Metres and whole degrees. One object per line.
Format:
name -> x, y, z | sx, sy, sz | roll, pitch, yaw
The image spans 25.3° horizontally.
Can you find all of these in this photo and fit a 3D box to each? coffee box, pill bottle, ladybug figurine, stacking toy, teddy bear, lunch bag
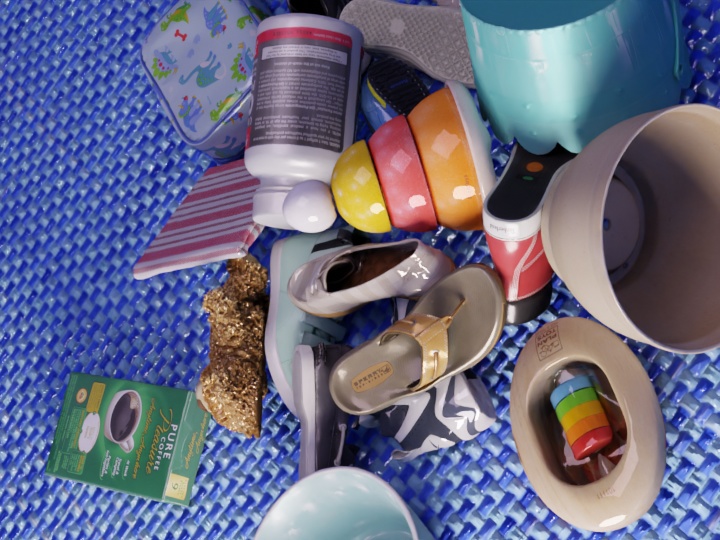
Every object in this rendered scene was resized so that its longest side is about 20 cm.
coffee box -> -0.252, 0.181, 1.736 | 0.199, 0.044, 0.124 | 3, 75, 40
pill bottle -> -0.058, -0.145, 1.600 | 0.110, 0.110, 0.202 | -2, 79, 38
ladybug figurine -> 0.199, 0.131, 1.373 | 0.135, 0.072, 0.201 | -32, 56, 26
stacking toy -> 0.023, -0.084, 1.479 | 0.199, 0.146, 0.147 | -15, 59, -1
teddy bear -> -0.127, 0.073, 1.615 | 0.066, 0.145, 0.201 | 0, 68, 5
lunch bag -> -0.158, -0.228, 1.799 | 0.161, 0.082, 0.200 | -44, 51, 15

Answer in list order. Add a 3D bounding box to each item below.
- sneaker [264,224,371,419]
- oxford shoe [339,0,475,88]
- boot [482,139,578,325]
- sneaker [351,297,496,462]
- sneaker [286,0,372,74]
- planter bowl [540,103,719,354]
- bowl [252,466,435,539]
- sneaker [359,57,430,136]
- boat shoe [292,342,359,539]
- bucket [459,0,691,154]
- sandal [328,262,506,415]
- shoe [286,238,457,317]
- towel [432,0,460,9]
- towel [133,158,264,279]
sneaker -> -0.029, 0.046, 1.592 | 0.118, 0.074, 0.202 | -18, 63, 29
oxford shoe -> 0.071, -0.232, 1.637 | 0.199, 0.058, 0.076 | 20, 87, 27
boot -> 0.171, -0.046, 1.471 | 0.072, 0.145, 0.200 | 16, 45, 26
sneaker -> 0.034, 0.091, 1.516 | 0.129, 0.079, 0.200 | -33, 64, 14
sneaker -> -0.041, -0.304, 1.731 | 0.075, 0.087, 0.201 | -29, 57, 27
planter bowl -> 0.237, -0.037, 1.345 | 0.134, 0.199, 0.202 | 6, 75, 59
bowl -> 0.001, 0.286, 1.449 | 0.200, 0.105, 0.202 | -15, 64, 34
sneaker -> 0.059, -0.117, 1.605 | 0.201, 0.066, 0.079 | 59, 153, 25
boat shoe -> -0.030, 0.170, 1.538 | 0.074, 0.060, 0.202 | 165, 102, -78
bucket -> 0.187, -0.217, 1.431 | 0.206, 0.135, 0.208 | -12, 42, 11
sandal -> 0.047, 0.069, 1.424 | 0.199, 0.054, 0.081 | -34, 82, 22
shoe -> 0.000, 0.000, 1.503 | 0.199, 0.053, 0.070 | -8, 58, 41
towel -> 0.123, -0.363, 1.661 | 0.201, 0.034, 0.132 | -56, 47, 8
towel -> -0.139, -0.060, 1.687 | 0.146, 0.030, 0.200 | -12, 31, 34
